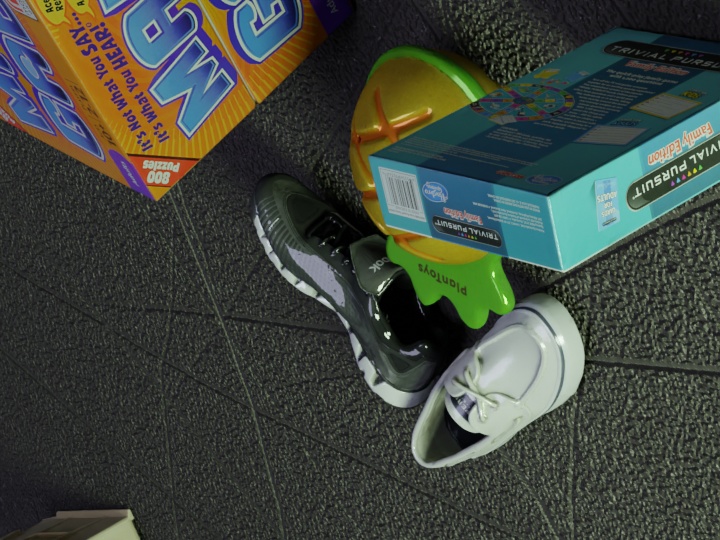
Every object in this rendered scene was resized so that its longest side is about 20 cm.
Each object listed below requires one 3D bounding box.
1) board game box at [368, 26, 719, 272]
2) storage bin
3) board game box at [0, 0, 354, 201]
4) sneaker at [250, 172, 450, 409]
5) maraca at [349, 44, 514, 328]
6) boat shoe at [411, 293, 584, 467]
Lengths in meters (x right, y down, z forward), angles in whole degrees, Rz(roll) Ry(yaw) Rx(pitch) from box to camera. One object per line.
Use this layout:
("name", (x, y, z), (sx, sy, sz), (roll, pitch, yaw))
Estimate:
("board game box", (0.129, -0.072, 1.358), (0.151, 0.200, 0.047), (17, 127, 50))
("storage bin", (-0.263, 0.342, 2.378), (0.198, 0.094, 0.201), (-11, 105, 58))
("board game box", (-0.167, -0.209, 1.642), (0.200, 0.200, 0.200), (27, 155, 44))
("sneaker", (0.000, 0.000, 1.746), (0.200, 0.066, 0.091), (53, 146, 7))
("maraca", (0.053, -0.054, 1.578), (0.137, 0.107, 0.201), (29, 137, 41))
("boat shoe", (0.088, 0.082, 1.673), (0.072, 0.066, 0.200), (57, 149, 8))
